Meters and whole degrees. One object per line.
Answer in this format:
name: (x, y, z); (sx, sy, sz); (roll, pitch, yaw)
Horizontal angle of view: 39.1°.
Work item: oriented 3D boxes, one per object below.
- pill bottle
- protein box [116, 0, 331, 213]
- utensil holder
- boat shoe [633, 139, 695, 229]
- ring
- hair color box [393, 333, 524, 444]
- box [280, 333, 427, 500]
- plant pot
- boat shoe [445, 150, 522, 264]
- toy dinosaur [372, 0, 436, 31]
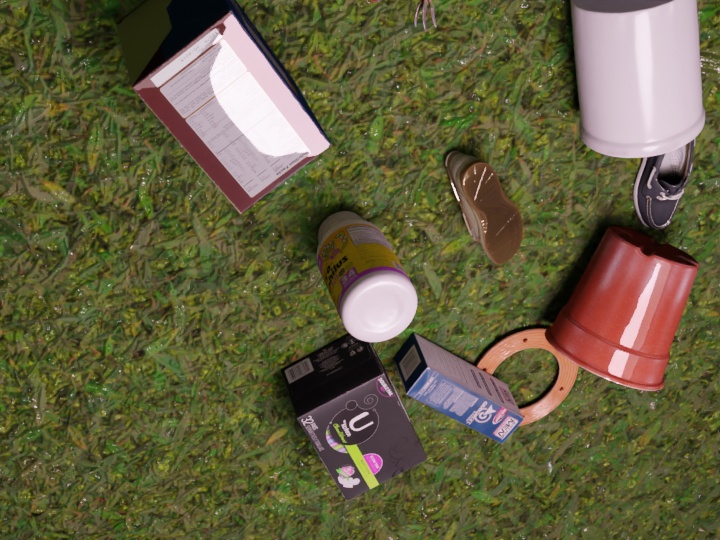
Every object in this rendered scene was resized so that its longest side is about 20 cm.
pill bottle: (0.000, 0.000, 1.367); (0.103, 0.200, 0.105); (-9, 124, -13)
protein box: (-0.160, -0.216, 1.174); (0.134, 0.199, 0.200); (-35, 126, 5)
utensil holder: (0.366, -0.279, 1.340); (0.168, 0.170, 0.201); (-19, 125, -7)
boat shoe: (0.459, -0.142, 1.525); (0.075, 0.060, 0.202); (-16, 125, -9)
ring: (0.270, 0.178, 1.689); (0.198, 0.019, 0.202); (-9, 124, -13)
hair color box: (0.153, 0.186, 1.588); (0.199, 0.100, 0.061); (29, 110, -24)
box: (-0.009, 0.222, 1.554); (0.147, 0.125, 0.201); (-27, 125, 0)
plant pot: (0.413, 0.049, 1.562); (0.199, 0.201, 0.197); (12, 108, -26)
boat shoe: (0.178, -0.090, 1.469); (0.073, 0.063, 0.201); (-41, 133, -6)
toy dinosaur: (0.073, -0.395, 1.212); (0.180, 0.105, 0.202); (-13, 107, 16)
